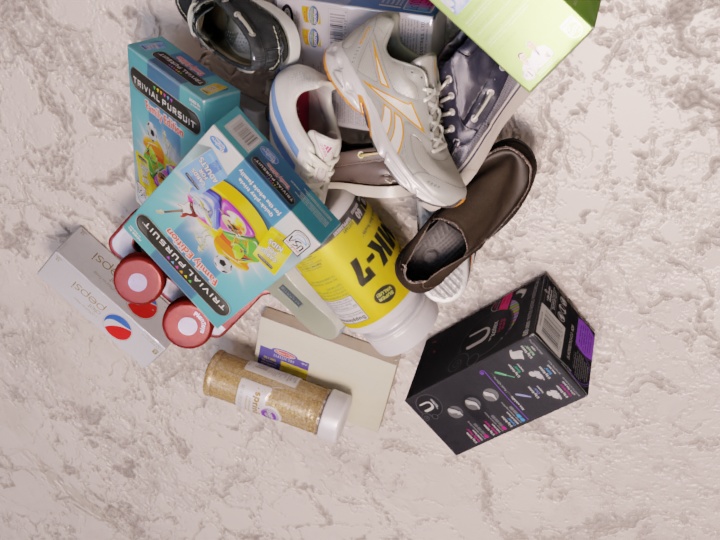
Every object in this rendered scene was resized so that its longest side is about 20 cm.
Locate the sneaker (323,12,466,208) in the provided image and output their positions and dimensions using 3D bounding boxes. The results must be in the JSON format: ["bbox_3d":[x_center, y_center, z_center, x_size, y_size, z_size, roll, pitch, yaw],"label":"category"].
[{"bbox_3d":[0.050,-0.155,0.861,0.092,0.076,0.201,-36,90,26],"label":"sneaker"}]

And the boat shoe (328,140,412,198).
[{"bbox_3d":[-0.030,-0.120,0.984,0.198,0.072,0.060,10,110,31],"label":"boat shoe"}]

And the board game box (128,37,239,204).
[{"bbox_3d":[-0.197,-0.132,1.002,0.151,0.047,0.202,37,136,34],"label":"board game box"}]

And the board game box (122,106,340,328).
[{"bbox_3d":[-0.137,-0.046,0.921,0.151,0.047,0.200,48,132,-7],"label":"board game box"}]

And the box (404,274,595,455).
[{"bbox_3d":[0.167,0.115,1.085,0.199,0.123,0.106,-34,108,34],"label":"box"}]

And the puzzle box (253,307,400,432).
[{"bbox_3d":[-0.052,0.137,1.245,0.198,0.025,0.134,20,128,7],"label":"puzzle box"}]

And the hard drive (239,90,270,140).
[{"bbox_3d":[-0.145,-0.107,1.025,0.131,0.026,0.202,32,132,39],"label":"hard drive"}]

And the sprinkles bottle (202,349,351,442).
[{"bbox_3d":[-0.113,0.170,1.232,0.198,0.068,0.069,19,128,9],"label":"sprinkles bottle"}]

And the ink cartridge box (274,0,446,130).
[{"bbox_3d":[-0.015,-0.227,0.947,0.198,0.077,0.138,10,126,12],"label":"ink cartridge box"}]

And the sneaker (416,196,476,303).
[{"bbox_3d":[0.100,-0.070,1.020,0.077,0.079,0.202,9,101,7],"label":"sneaker"}]

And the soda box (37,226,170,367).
[{"bbox_3d":[-0.345,0.039,1.261,0.200,0.068,0.064,44,127,-11],"label":"soda box"}]

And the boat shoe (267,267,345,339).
[{"bbox_3d":[-0.083,-0.005,1.132,0.201,0.072,0.070,48,140,-9],"label":"boat shoe"}]

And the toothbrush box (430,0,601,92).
[{"bbox_3d":[0.119,-0.280,0.816,0.199,0.146,0.086,39,127,-8],"label":"toothbrush box"}]

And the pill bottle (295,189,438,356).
[{"bbox_3d":[0.000,0.000,1.070,0.114,0.115,0.200,-24,119,32],"label":"pill bottle"}]

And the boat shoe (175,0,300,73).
[{"bbox_3d":[-0.144,-0.260,0.932,0.199,0.060,0.076,32,135,40],"label":"boat shoe"}]

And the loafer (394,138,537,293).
[{"bbox_3d":[0.113,-0.050,0.946,0.073,0.071,0.201,38,101,0],"label":"loafer"}]

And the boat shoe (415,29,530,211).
[{"bbox_3d":[0.096,-0.164,0.912,0.092,0.075,0.201,31,100,-23],"label":"boat shoe"}]

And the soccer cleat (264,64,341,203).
[{"bbox_3d":[-0.057,-0.104,0.915,0.086,0.069,0.202,18,116,44],"label":"soccer cleat"}]

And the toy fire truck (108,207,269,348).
[{"bbox_3d":[-0.213,-0.012,1.166,0.168,0.112,0.200,-43,103,12],"label":"toy fire truck"}]
